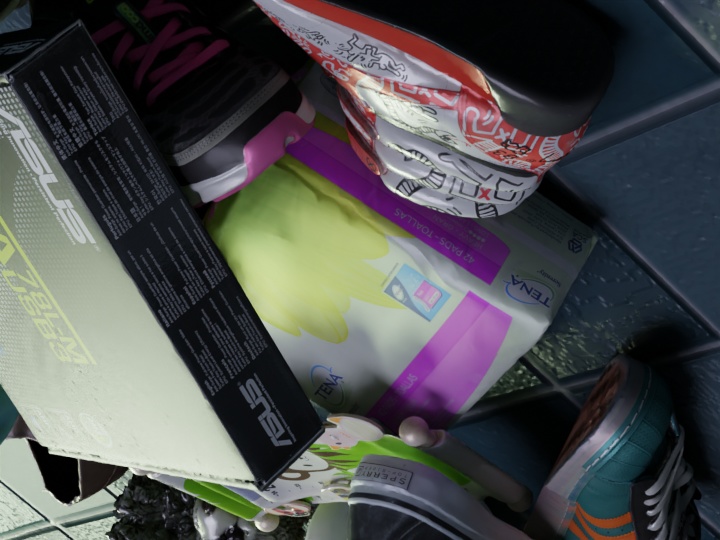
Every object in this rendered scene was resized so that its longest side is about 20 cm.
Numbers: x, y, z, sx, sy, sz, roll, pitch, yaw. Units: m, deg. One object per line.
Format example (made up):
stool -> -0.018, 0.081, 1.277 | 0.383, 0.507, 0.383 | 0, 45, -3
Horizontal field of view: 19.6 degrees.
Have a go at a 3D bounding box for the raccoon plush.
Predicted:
raccoon plush -> -0.065, 0.172, 1.307 | 0.133, 0.097, 0.200 | 1, 170, 24

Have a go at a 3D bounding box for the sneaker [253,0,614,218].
sneaker -> -0.006, -0.093, 0.817 | 0.201, 0.067, 0.108 | 29, 149, 1

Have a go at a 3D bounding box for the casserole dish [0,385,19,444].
casserole dish -> -0.244, 0.021, 1.174 | 0.201, 0.039, 0.121 | 57, 151, 13

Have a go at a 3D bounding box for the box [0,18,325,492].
box -> -0.126, -0.004, 0.879 | 0.193, 0.047, 0.201 | 5, 129, 56

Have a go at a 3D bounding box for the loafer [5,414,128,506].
loafer -> -0.191, 0.071, 1.246 | 0.073, 0.071, 0.200 | 8, 141, 37

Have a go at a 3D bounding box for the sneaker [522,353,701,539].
sneaker -> 0.131, 0.102, 0.986 | 0.080, 0.072, 0.200 | 27, 159, 8

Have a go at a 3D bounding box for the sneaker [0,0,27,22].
sneaker -> -0.226, -0.174, 0.902 | 0.200, 0.077, 0.078 | 38, 153, -7

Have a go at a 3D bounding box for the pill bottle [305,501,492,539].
pill bottle -> 0.017, 0.199, 1.198 | 0.112, 0.112, 0.200 | 27, 151, 10

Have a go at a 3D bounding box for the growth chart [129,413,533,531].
growth chart -> -0.017, 0.100, 1.027 | 0.199, 0.018, 0.144 | -9, 155, 37

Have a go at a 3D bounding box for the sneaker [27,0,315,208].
sneaker -> -0.090, -0.091, 0.859 | 0.200, 0.074, 0.088 | 37, 161, 56

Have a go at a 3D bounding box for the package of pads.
package of pads -> 0.000, 0.000, 0.952 | 0.154, 0.068, 0.200 | 33, 152, -1

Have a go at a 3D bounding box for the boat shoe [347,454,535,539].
boat shoe -> 0.044, 0.152, 1.003 | 0.072, 0.071, 0.200 | 9, 161, 38
